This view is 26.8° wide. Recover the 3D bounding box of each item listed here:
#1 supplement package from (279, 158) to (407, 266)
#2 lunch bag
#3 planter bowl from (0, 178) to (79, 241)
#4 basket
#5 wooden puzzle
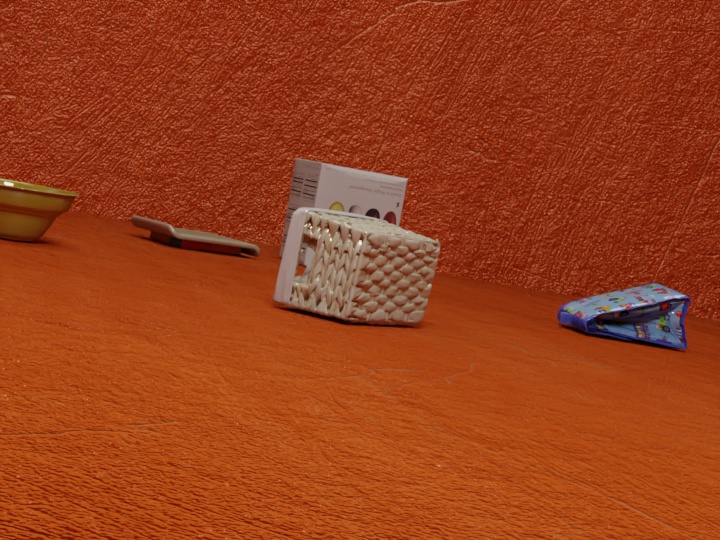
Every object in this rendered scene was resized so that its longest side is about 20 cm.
[{"bbox_3d":[-0.035,-0.103,2.966,0.190,0.202,0.147,8,5,-24],"label":"supplement package"},{"bbox_3d":[0.432,0.075,2.546,0.198,0.095,0.151,0,8,-10],"label":"lunch bag"},{"bbox_3d":[-0.530,-0.092,2.284,0.199,0.084,0.200,10,3,-1],"label":"planter bowl"},{"bbox_3d":[0.000,0.000,2.015,0.123,0.137,0.199,18,7,36],"label":"basket"},{"bbox_3d":[-0.313,-0.059,2.841,0.199,0.038,0.185,14,1,-34],"label":"wooden puzzle"}]
